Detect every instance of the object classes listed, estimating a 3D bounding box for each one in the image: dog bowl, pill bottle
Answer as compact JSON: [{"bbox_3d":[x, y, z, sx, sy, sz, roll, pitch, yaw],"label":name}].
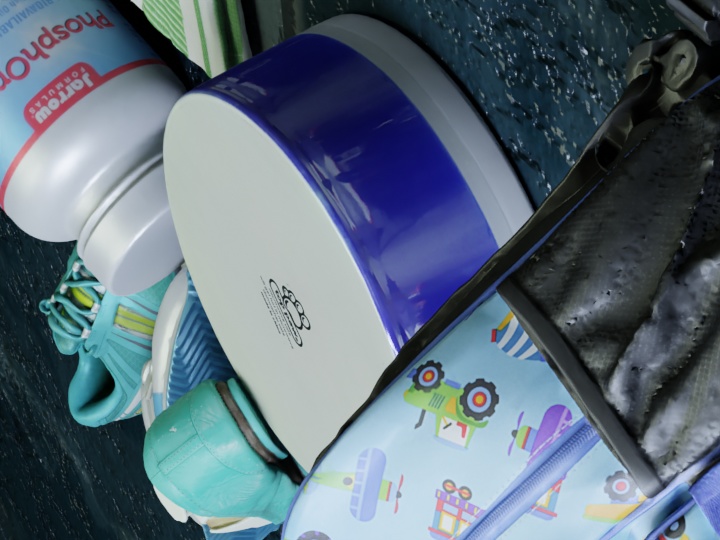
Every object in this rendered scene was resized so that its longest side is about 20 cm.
[{"bbox_3d":[0.000,0.000,1.096,0.200,0.079,0.201,49,155,32],"label":"dog bowl"},{"bbox_3d":[-0.154,-0.087,1.294,0.200,0.109,0.109,47,155,15],"label":"pill bottle"}]

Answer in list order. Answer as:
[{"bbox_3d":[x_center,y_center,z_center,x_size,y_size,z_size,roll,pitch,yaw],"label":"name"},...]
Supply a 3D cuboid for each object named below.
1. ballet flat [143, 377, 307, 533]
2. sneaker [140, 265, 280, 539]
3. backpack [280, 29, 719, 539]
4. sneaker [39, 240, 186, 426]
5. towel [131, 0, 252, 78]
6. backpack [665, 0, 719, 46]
[{"bbox_3d":[-0.060,0.092,1.248,0.068,0.070,0.200,60,-174,15],"label":"ballet flat"},{"bbox_3d":[-0.083,0.061,1.363,0.081,0.076,0.201,49,153,36],"label":"sneaker"},{"bbox_3d":[0.084,0.054,0.742,0.135,0.200,0.182,51,-168,23],"label":"backpack"},{"bbox_3d":[-0.131,0.012,1.410,0.078,0.079,0.201,46,152,37],"label":"sneaker"},{"bbox_3d":[-0.114,-0.190,1.218,0.200,0.023,0.153,42,150,45],"label":"towel"},{"bbox_3d":[0.109,-0.158,0.606,0.163,0.153,0.200,56,179,25],"label":"backpack"}]
